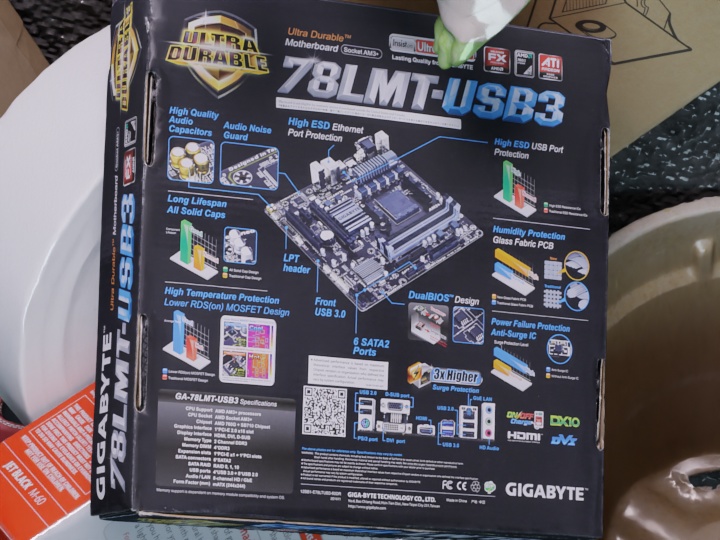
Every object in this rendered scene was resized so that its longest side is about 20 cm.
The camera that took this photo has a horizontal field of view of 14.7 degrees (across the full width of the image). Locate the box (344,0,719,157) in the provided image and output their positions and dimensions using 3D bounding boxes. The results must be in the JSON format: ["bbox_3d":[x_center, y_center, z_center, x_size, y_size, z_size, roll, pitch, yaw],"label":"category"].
[{"bbox_3d":[0.096,-0.126,1.105,0.163,0.021,0.200,33,133,-26],"label":"box"}]

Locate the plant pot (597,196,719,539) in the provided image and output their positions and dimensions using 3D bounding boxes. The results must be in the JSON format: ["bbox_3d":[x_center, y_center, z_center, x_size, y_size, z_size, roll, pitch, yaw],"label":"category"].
[{"bbox_3d":[0.170,0.099,1.243,0.199,0.202,0.184,4,151,6],"label":"plant pot"}]

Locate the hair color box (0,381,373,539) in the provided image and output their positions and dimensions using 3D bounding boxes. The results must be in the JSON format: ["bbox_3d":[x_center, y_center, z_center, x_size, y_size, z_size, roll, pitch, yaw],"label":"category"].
[{"bbox_3d":[-0.051,0.078,1.127,0.199,0.064,0.111,-32,133,-15],"label":"hair color box"}]

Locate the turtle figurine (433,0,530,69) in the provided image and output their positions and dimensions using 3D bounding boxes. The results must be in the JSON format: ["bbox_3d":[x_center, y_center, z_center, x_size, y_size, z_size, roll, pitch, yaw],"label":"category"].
[{"bbox_3d":[-0.039,-0.148,1.006,0.194,0.200,0.144,42,167,-23],"label":"turtle figurine"}]

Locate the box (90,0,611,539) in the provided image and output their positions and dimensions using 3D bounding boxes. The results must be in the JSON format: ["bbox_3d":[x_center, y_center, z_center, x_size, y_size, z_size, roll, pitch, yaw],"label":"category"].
[{"bbox_3d":[0.000,0.000,1.057,0.199,0.200,0.050,5,169,-26],"label":"box"}]

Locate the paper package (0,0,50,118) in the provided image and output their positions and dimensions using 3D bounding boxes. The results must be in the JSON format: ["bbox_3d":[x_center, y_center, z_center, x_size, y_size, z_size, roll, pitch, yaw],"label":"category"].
[{"bbox_3d":[-0.233,-0.044,1.199,0.199,0.104,0.191,-10,136,22],"label":"paper package"}]

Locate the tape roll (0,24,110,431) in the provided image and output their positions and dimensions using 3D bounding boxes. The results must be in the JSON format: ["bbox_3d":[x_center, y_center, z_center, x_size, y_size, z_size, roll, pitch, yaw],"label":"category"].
[{"bbox_3d":[-0.067,-0.007,1.151,0.202,0.071,0.203,-22,131,-27],"label":"tape roll"}]

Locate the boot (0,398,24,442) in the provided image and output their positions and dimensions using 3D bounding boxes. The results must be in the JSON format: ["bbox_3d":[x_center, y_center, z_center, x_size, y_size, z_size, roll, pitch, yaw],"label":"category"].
[{"bbox_3d":[-0.214,0.069,1.354,0.199,0.073,0.145,3,139,-6],"label":"boot"}]
